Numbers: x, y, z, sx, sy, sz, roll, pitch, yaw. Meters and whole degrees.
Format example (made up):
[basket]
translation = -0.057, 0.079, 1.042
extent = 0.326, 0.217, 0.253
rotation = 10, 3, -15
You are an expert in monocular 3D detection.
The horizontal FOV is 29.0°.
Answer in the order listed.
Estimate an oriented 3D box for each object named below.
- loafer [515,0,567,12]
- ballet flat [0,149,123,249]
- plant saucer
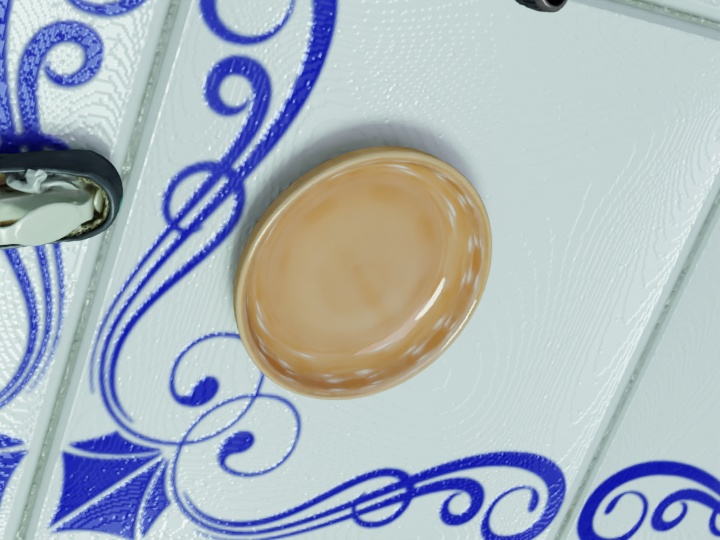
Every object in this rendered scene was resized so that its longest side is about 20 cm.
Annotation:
[loafer]
translation = 0.114, -0.260, 0.873
extent = 0.071, 0.063, 0.202
rotation = -16, 125, -17
[ballet flat]
translation = -0.236, -0.036, 0.834
extent = 0.197, 0.073, 0.074
rotation = -7, 122, -22
[plant saucer]
translation = 0.000, 0.000, 0.995
extent = 0.198, 0.038, 0.202
rotation = -13, 125, -20
